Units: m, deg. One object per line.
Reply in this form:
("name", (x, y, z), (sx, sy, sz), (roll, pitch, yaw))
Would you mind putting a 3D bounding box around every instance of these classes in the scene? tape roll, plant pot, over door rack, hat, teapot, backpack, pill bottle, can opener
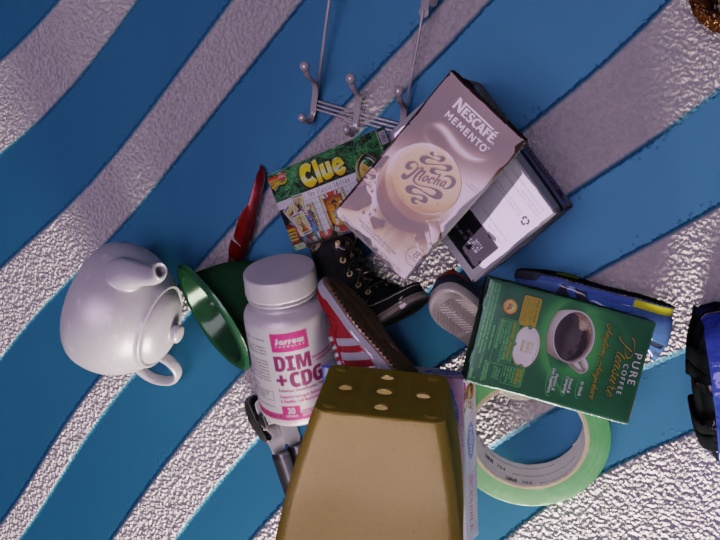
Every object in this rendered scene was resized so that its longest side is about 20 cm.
("tape roll", (0.207, 0.192, 1.163), (0.196, 0.048, 0.204), (4, 113, 9))
("plant pot", (0.018, 0.211, 1.003), (0.195, 0.200, 0.180), (5, 104, 5))
("over door rack", (0.003, -0.272, 1.210), (0.145, 0.066, 0.204), (18, 103, 18))
("hat", (-0.143, 0.011, 1.319), (0.165, 0.175, 0.202), (40, 154, 30))
("teapot", (-0.311, 0.068, 1.317), (0.144, 0.200, 0.201), (20, 94, 11))
("backpack", (0.433, 0.112, 1.016), (0.165, 0.199, 0.166), (-12, 92, 22))
("pill bottle", (-0.092, 0.089, 1.238), (0.111, 0.114, 0.204), (2, 116, 21))
("can opener", (-0.102, 0.265, 1.333), (0.066, 0.052, 0.203), (-27, 84, 56))

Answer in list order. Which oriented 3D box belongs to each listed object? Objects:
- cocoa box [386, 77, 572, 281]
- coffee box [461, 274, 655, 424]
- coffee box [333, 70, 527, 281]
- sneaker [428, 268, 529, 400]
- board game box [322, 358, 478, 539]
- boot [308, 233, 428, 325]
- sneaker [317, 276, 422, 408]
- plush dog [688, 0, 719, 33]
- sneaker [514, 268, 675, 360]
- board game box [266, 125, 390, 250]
("cocoa box", (0.140, -0.112, 1.140), (0.133, 0.131, 0.201), (-39, 82, 22))
("coffee box", (0.223, 0.089, 1.077), (0.196, 0.044, 0.126), (13, 93, 0))
("coffee box", (0.078, -0.104, 1.038), (0.113, 0.080, 0.201), (41, 105, 3))
("sneaker", (0.164, 0.075, 1.193), (0.074, 0.085, 0.200), (-35, 108, 22))
("board game box", (0.047, 0.218, 1.163), (0.196, 0.041, 0.205), (2, 98, 29))
("boot", (-0.002, 0.001, 1.206), (0.203, 0.072, 0.157), (-26, 81, 58))
("sneaker", (-0.011, 0.113, 1.118), (0.112, 0.071, 0.201), (-43, 77, 23))
("plush dog", (0.438, -0.333, 1.004), (0.196, 0.161, 0.174), (-3, 122, 23))
("sneaker", (0.275, 0.052, 1.142), (0.197, 0.066, 0.080), (18, 102, 18))
("board game box", (-0.029, -0.096, 1.162), (0.198, 0.023, 0.107), (-17, 96, 43))
